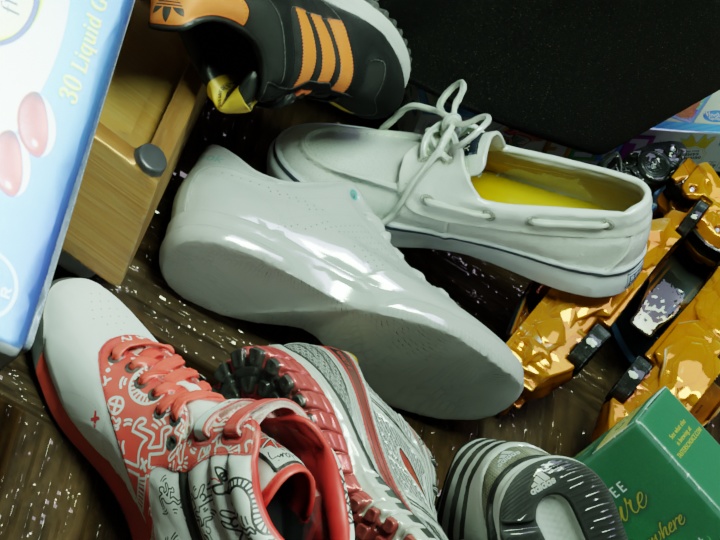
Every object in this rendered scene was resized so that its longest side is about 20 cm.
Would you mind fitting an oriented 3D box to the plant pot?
[{"bbox_3d":[0.122,-0.182,1.302,0.177,0.199,0.200,38,42,-27],"label":"plant pot"}]

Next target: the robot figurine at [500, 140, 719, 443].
[{"bbox_3d":[0.155,0.020,1.306,0.145,0.058,0.200,39,56,7],"label":"robot figurine"}]

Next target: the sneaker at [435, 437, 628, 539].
[{"bbox_3d":[0.096,0.164,1.165,0.076,0.115,0.201,-25,108,-14],"label":"sneaker"}]

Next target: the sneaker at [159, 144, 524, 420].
[{"bbox_3d":[0.000,0.000,1.214,0.200,0.075,0.089,29,46,-20],"label":"sneaker"}]

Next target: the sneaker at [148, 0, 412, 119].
[{"bbox_3d":[-0.044,-0.106,1.170,0.200,0.070,0.090,45,60,-55],"label":"sneaker"}]

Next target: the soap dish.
[{"bbox_3d":[-0.161,-0.107,1.154,0.200,0.081,0.158,37,39,-15],"label":"soap dish"}]

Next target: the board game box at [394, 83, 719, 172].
[{"bbox_3d":[0.110,-0.122,1.406,0.199,0.034,0.135,3,51,-19],"label":"board game box"}]

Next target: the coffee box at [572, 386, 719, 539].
[{"bbox_3d":[0.170,0.165,1.196,0.200,0.123,0.044,47,39,2],"label":"coffee box"}]

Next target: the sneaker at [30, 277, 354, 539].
[{"bbox_3d":[-0.070,0.067,1.066,0.067,0.108,0.202,-2,59,-44],"label":"sneaker"}]

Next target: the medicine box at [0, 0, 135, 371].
[{"bbox_3d":[-0.215,-0.069,0.986,0.200,0.103,0.183,23,66,-20],"label":"medicine box"}]

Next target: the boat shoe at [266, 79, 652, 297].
[{"bbox_3d":[0.052,-0.052,1.246,0.201,0.086,0.075,18,46,8],"label":"boat shoe"}]

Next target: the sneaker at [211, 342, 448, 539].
[{"bbox_3d":[0.014,0.114,1.130,0.082,0.078,0.200,-11,67,-50],"label":"sneaker"}]

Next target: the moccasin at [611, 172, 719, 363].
[{"bbox_3d":[0.182,-0.024,1.413,0.080,0.068,0.200,28,42,-22],"label":"moccasin"}]
